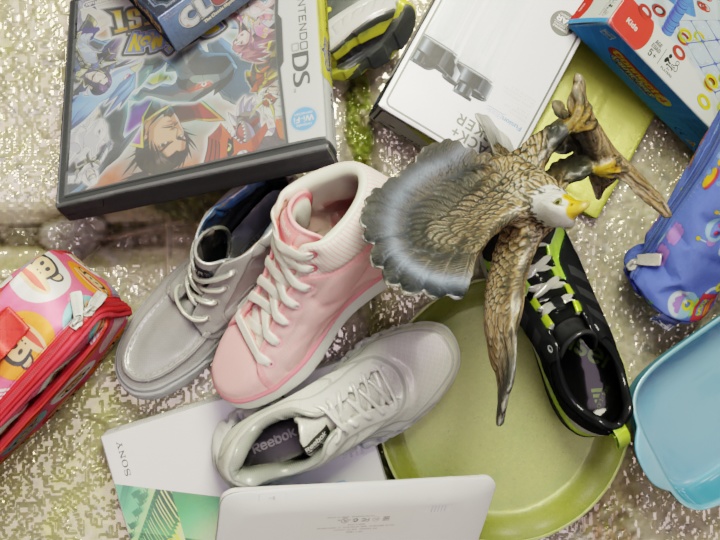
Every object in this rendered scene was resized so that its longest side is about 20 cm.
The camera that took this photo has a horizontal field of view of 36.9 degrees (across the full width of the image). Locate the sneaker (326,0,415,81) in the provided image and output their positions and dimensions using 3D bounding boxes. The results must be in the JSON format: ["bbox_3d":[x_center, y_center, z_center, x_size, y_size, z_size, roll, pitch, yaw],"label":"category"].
[{"bbox_3d":[-0.057,-0.168,0.816,0.198,0.075,0.085,-25,63,2],"label":"sneaker"}]

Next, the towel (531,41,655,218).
[{"bbox_3d":[0.197,-0.148,0.855,0.085,0.018,0.202,29,87,2],"label":"towel"}]

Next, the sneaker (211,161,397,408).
[{"bbox_3d":[-0.047,0.005,0.722,0.200,0.104,0.076,-42,53,11],"label":"sneaker"}]

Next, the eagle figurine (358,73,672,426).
[{"bbox_3d":[0.095,-0.027,0.698,0.151,0.151,0.200,39,79,15],"label":"eagle figurine"}]

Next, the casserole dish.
[{"bbox_3d":[0.283,0.095,0.829,0.199,0.039,0.122,-31,96,-14],"label":"casserole dish"}]

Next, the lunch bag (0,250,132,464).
[{"bbox_3d":[-0.250,0.075,0.732,0.082,0.176,0.200,42,86,-1],"label":"lunch bag"}]

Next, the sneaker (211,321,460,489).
[{"bbox_3d":[-0.013,0.101,0.766,0.198,0.081,0.076,-29,89,-7],"label":"sneaker"}]

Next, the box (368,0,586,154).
[{"bbox_3d":[0.104,-0.178,0.823,0.116,0.060,0.202,30,87,-6],"label":"box"}]

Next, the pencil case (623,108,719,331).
[{"bbox_3d":[0.261,-0.052,0.776,0.086,0.079,0.201,3,132,-27],"label":"pencil case"}]

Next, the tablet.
[{"bbox_3d":[-0.008,0.198,0.776,0.197,0.014,0.131,0,128,-15],"label":"tablet"}]

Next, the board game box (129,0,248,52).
[{"bbox_3d":[-0.089,-0.258,0.781,0.199,0.035,0.136,-38,54,-8],"label":"board game box"}]

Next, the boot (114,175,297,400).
[{"bbox_3d":[-0.113,0.005,0.779,0.073,0.096,0.200,39,83,14],"label":"boot"}]

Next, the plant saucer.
[{"bbox_3d":[0.109,0.106,0.833,0.197,0.031,0.203,0,87,-5],"label":"plant saucer"}]

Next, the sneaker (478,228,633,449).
[{"bbox_3d":[0.150,0.031,0.782,0.071,0.083,0.202,-27,90,-6],"label":"sneaker"}]

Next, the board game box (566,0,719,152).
[{"bbox_3d":[0.287,-0.200,0.812,0.199,0.056,0.197,37,86,-22],"label":"board game box"}]

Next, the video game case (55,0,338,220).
[{"bbox_3d":[-0.117,-0.137,0.761,0.197,0.026,0.183,-10,63,11],"label":"video game case"}]

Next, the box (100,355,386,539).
[{"bbox_3d":[-0.081,0.162,0.814,0.197,0.036,0.146,-17,90,-4],"label":"box"}]
